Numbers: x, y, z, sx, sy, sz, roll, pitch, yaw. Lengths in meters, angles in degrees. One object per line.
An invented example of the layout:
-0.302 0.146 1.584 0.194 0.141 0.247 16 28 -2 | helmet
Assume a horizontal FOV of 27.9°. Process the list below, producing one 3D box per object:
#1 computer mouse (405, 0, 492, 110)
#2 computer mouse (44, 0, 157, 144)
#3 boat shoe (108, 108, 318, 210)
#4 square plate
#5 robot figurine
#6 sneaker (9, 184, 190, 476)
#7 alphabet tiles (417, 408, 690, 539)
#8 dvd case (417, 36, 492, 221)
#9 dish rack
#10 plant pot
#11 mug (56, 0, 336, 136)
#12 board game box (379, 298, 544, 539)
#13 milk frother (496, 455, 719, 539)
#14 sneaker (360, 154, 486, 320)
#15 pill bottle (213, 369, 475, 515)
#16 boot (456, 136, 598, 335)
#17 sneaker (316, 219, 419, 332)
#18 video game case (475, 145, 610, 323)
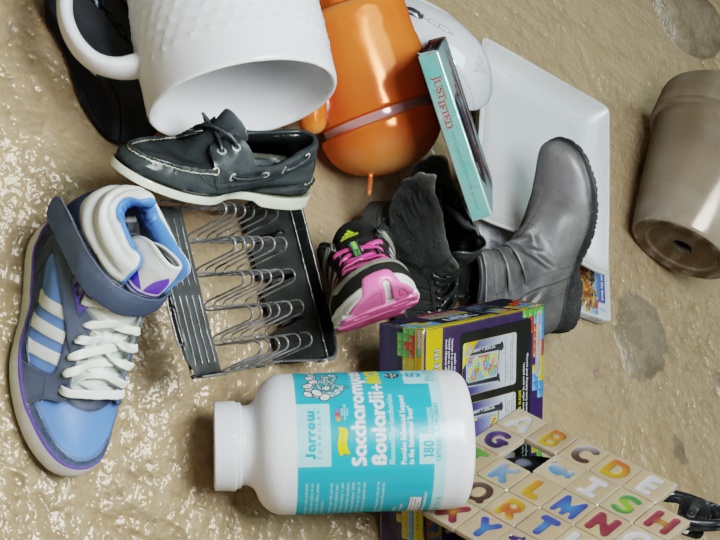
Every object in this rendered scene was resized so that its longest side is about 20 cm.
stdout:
0.058 -0.236 1.387 0.200 0.044 0.110 39 53 -10 | computer mouse
-0.226 -0.190 1.132 0.140 0.046 0.201 -23 93 -46 | computer mouse
-0.102 -0.090 1.099 0.199 0.074 0.066 6 117 -46 | boat shoe
0.182 -0.112 1.478 0.200 0.028 0.199 22 62 -36 | square plate
0.002 -0.171 1.293 0.144 0.116 0.201 -33 104 -80 | robot figurine
-0.181 0.037 1.030 0.080 0.146 0.201 10 70 -41 | sneaker
0.155 0.185 1.170 0.167 0.200 0.008 -27 128 -39 | alphabet tiles
0.085 -0.130 1.272 0.200 0.022 0.146 -69 141 -78 | dvd case
-0.094 0.009 1.145 0.200 0.054 0.154 -3 77 -68 | dish rack
0.390 -0.093 1.598 0.200 0.200 0.174 40 68 -27 | plant pot
-0.132 -0.205 1.110 0.199 0.148 0.176 -10 75 -12 | mug
0.091 0.135 1.278 0.165 0.057 0.201 -8 101 -43 | board game box
0.199 0.266 1.232 0.180 0.200 0.189 -25 120 -43 | milk frother
0.068 -0.007 1.287 0.060 0.104 0.200 -50 124 -42 | sneaker
-0.016 0.135 1.136 0.199 0.111 0.111 -1 75 -7 | pill bottle
0.153 -0.024 1.369 0.131 0.070 0.201 -7 103 -34 | boot
0.000 0.000 1.204 0.074 0.200 0.088 -19 86 -2 | sneaker
0.186 -0.035 1.490 0.200 0.018 0.144 18 64 -38 | video game case
